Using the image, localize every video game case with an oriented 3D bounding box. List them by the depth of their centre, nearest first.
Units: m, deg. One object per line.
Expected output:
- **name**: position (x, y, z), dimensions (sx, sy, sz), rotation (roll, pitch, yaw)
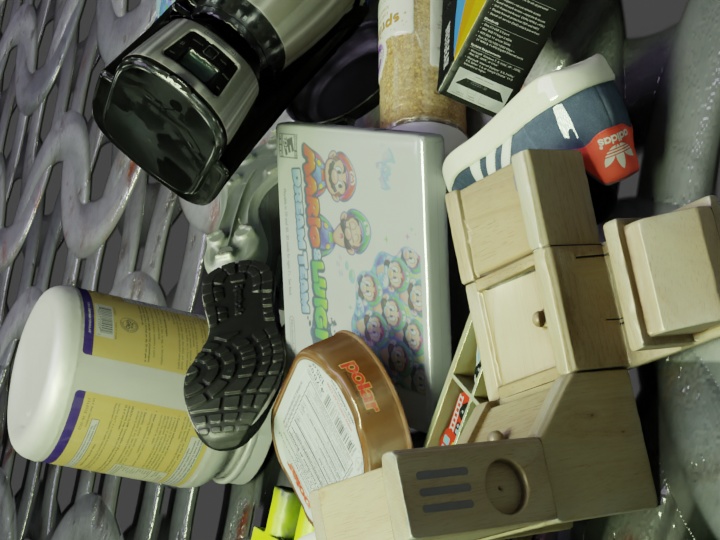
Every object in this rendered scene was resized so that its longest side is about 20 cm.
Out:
- **video game case**: position (0.000, 0.000, 1.200), dimensions (0.181, 0.024, 0.202), rotation (12, 107, 54)

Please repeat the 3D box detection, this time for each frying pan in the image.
- **frying pan**: position (-0.001, -0.133, 1.332), dimensions (0.114, 0.031, 0.191), rotation (-34, 36, 9)

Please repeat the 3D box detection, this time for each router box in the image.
- **router box**: position (0.104, -0.209, 1.097), dimensions (0.201, 0.051, 0.150), rotation (-83, 18, -57)

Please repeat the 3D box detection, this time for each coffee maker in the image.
- **coffee maker**: position (-0.091, -0.150, 1.275), dimensions (0.200, 0.134, 0.193), rotation (-51, -24, -26)

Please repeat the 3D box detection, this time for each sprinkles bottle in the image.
- **sprinkles bottle**: position (0.045, -0.151, 1.241), dimensions (0.068, 0.068, 0.202), rotation (-43, 40, 52)

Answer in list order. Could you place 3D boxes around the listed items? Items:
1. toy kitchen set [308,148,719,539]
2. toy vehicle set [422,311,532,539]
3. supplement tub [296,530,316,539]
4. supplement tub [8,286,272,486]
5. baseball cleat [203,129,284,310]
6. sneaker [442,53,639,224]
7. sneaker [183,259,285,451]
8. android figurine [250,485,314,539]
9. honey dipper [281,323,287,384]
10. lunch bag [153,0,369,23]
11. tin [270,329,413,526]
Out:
- **toy kitchen set**: position (0.079, 0.030, 0.885), dimensions (0.163, 0.179, 0.202), rotation (-26, 70, 50)
- **toy vehicle set**: position (0.078, 0.119, 1.072), dimensions (0.124, 0.026, 0.202), rotation (46, 120, 63)
- **supplement tub**: position (0.030, 0.247, 0.945), dimensions (0.145, 0.144, 0.201), rotation (-49, 47, 48)
- **supplement tub**: position (-0.181, 0.102, 1.438), dimensions (0.145, 0.198, 0.147), rotation (-43, 40, 51)
- **baseball cleat**: position (-0.086, -0.030, 1.476), dimensions (0.201, 0.069, 0.107), rotation (-68, -34, -49)
- **sneaker**: position (0.110, -0.056, 1.048), dimensions (0.085, 0.074, 0.200), rotation (65, 163, 7)
- **sneaker**: position (-0.084, 0.083, 1.309), dimensions (0.201, 0.075, 0.088), rotation (-86, -13, -55)
- **android figurine**: position (-0.064, 0.269, 1.305), dimensions (0.182, 0.041, 0.202), rotation (11, 86, 67)
- **honey dipper**: position (-0.045, 0.003, 1.413), dimensions (0.038, 0.038, 0.201), rotation (-48, 33, 48)
- **lunch bag**: position (-0.082, -0.242, 1.465), dimensions (0.200, 0.159, 0.083), rotation (155, 123, -64)
- **tin**: position (-0.017, 0.117, 1.187), dimensions (0.113, 0.042, 0.200), rotation (65, 158, 20)
